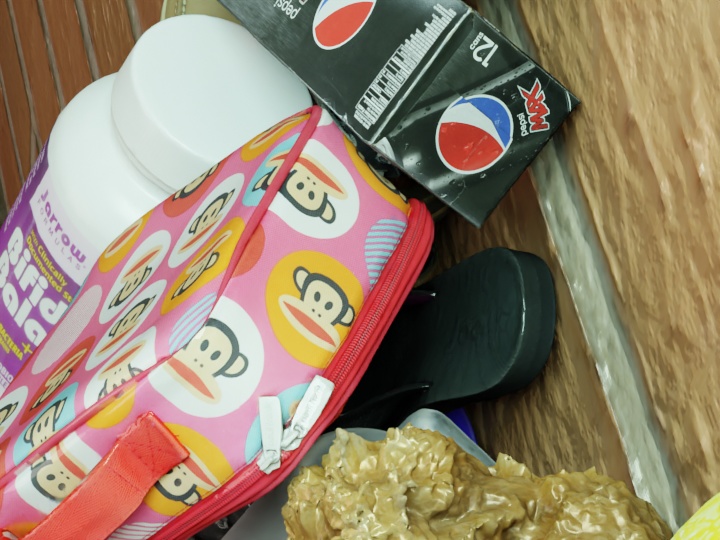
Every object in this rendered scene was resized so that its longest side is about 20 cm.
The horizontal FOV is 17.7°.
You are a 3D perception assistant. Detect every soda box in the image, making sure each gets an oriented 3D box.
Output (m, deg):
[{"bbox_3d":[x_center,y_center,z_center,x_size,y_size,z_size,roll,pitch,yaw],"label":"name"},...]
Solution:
[{"bbox_3d":[0.002,-0.097,0.919,0.063,0.071,0.200,-50,37,6],"label":"soda box"}]

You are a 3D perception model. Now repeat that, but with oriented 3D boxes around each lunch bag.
[{"bbox_3d":[-0.073,0.044,0.862,0.200,0.082,0.176,-35,18,43],"label":"lunch bag"}]

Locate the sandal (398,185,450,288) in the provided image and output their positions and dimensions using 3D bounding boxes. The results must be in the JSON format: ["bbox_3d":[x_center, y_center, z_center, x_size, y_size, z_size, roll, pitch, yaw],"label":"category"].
[{"bbox_3d":[0.000,0.000,1.077,0.200,0.081,0.055,140,110,-74],"label":"sandal"}]

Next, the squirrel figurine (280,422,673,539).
[{"bbox_3d":[0.019,0.154,0.811,0.141,0.186,0.201,15,-105,-75],"label":"squirrel figurine"}]

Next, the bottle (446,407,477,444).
[{"bbox_3d":[0.012,0.129,1.132,0.200,0.065,0.084,103,154,-57],"label":"bottle"}]

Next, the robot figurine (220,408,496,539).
[{"bbox_3d":[-0.012,0.145,0.962,0.113,0.169,0.200,45,127,7],"label":"robot figurine"}]

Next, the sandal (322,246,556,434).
[{"bbox_3d":[0.010,0.037,0.987,0.200,0.048,0.076,-35,52,53],"label":"sandal"}]

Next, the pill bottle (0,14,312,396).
[{"bbox_3d":[-0.097,-0.017,1.020,0.200,0.112,0.113,-55,42,45],"label":"pill bottle"}]

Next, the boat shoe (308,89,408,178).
[{"bbox_3d":[0.004,-0.072,1.032,0.200,0.067,0.072,-174,76,-77],"label":"boat shoe"}]

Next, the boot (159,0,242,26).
[{"bbox_3d":[-0.041,-0.182,1.054,0.155,0.072,0.201,106,179,-54],"label":"boot"}]

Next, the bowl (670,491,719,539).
[{"bbox_3d":[0.113,0.148,0.630,0.200,0.107,0.201,171,90,-77],"label":"bowl"}]

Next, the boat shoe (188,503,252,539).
[{"bbox_3d":[-0.065,0.099,1.056,0.199,0.068,0.074,81,168,-72],"label":"boat shoe"}]
